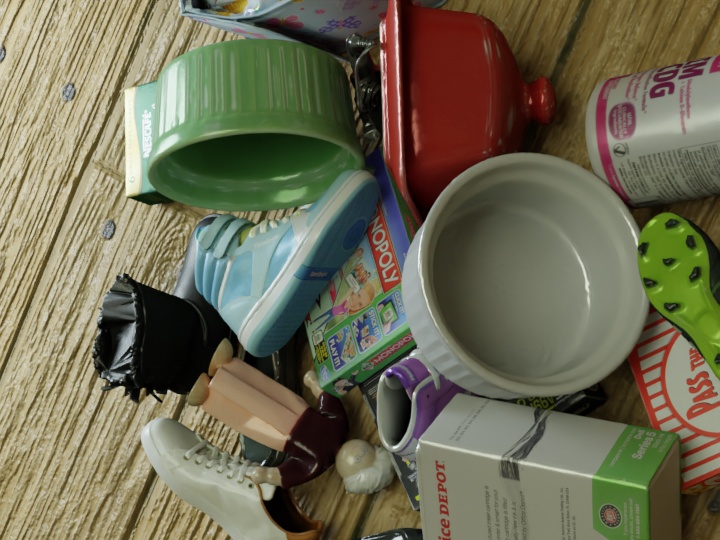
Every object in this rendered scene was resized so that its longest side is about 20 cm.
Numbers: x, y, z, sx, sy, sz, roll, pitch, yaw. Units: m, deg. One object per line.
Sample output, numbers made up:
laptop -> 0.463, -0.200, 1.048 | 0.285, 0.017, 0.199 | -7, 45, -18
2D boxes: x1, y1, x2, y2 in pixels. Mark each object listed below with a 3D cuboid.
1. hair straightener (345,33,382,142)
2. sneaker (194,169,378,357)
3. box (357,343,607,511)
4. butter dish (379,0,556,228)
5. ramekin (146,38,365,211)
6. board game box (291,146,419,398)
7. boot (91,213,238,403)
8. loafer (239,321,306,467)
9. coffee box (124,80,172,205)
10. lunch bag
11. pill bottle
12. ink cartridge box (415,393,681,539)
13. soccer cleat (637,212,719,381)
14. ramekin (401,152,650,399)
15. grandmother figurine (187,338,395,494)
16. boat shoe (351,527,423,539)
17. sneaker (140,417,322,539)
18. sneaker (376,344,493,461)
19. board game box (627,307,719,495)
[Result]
hair straightener -> 0.015, -0.157, 1.685 | 0.041, 0.200, 0.077 | -11, 76, 0
sneaker -> -0.081, -0.034, 1.720 | 0.131, 0.080, 0.200 | 40, 99, 24
box -> 0.100, 0.098, 1.663 | 0.200, 0.044, 0.160 | -38, 63, 24
butter dish -> 0.099, -0.144, 1.644 | 0.147, 0.199, 0.201 | -4, 77, 7
ramekin -> -0.097, -0.134, 1.712 | 0.200, 0.200, 0.098 | -16, 68, 32
board game box -> 0.000, 0.000, 1.729 | 0.134, 0.029, 0.200 | -37, 48, 26
boot -> -0.183, 0.033, 1.799 | 0.073, 0.162, 0.199 | 2, 83, 33
loafer -> -0.096, 0.094, 1.788 | 0.072, 0.063, 0.201 | 3, 83, 35
coffee box -> -0.151, -0.141, 1.880 | 0.200, 0.044, 0.123 | -8, 77, 33
lunch bag -> -0.047, -0.269, 1.754 | 0.200, 0.169, 0.127 | -22, 73, 27
pill bottle -> 0.295, -0.120, 1.523 | 0.200, 0.113, 0.114 | -10, 76, 33
ink cartridge box -> 0.155, 0.195, 1.527 | 0.200, 0.084, 0.146 | 10, 122, 26
soccer cleat -> 0.282, 0.037, 1.472 | 0.067, 0.081, 0.200 | -41, 50, 15
ramekin -> 0.130, 0.012, 1.538 | 0.098, 0.200, 0.201 | 139, 129, -70
grandmother figurine -> -0.059, 0.147, 1.717 | 0.200, 0.061, 0.121 | 27, 76, 7
boat shoe -> -0.012, 0.280, 1.669 | 0.201, 0.063, 0.074 | -34, 44, 40
sneaker -> -0.114, 0.195, 1.752 | 0.200, 0.073, 0.085 | 41, 120, 6
sneaker -> 0.077, 0.070, 1.588 | 0.073, 0.114, 0.201 | 21, 92, 37
board game box -> 0.323, 0.075, 1.510 | 0.200, 0.046, 0.152 | -30, 66, 27
